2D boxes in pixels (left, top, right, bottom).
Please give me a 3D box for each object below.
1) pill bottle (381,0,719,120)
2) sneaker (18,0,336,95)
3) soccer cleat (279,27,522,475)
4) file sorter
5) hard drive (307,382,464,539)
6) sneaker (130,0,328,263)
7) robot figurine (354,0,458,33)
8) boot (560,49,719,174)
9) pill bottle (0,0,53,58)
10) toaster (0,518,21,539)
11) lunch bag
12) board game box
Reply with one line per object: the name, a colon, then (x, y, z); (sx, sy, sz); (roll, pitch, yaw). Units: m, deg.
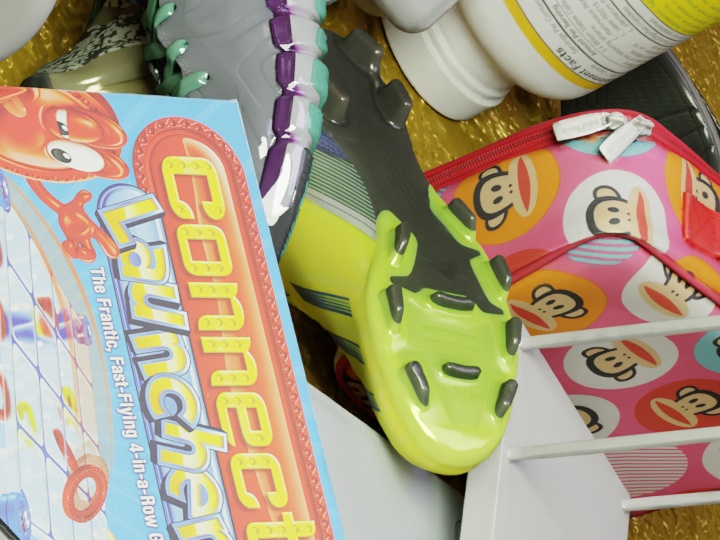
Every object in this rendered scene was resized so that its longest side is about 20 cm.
pill bottle: (0.107, -0.140, 1.288); (0.104, 0.199, 0.105); (40, 36, -36)
sneaker: (-0.065, -0.116, 1.076); (0.200, 0.077, 0.089); (-43, 115, -46)
soccer cleat: (0.001, 0.000, 1.096); (0.064, 0.084, 0.201); (5, 47, -35)
file sorter: (0.112, 0.133, 1.074); (0.139, 0.124, 0.201); (54, 37, -49)
hard drive: (-0.005, 0.112, 1.007); (0.200, 0.027, 0.133); (40, 41, -60)
sneaker: (-0.057, -0.083, 0.998); (0.087, 0.074, 0.201); (11, 60, -11)
robot figurine: (-0.022, -0.188, 1.205); (0.200, 0.113, 0.169); (49, -9, -23)
boot: (0.169, -0.031, 1.438); (0.204, 0.073, 0.154); (65, 25, -5)
pill bottle: (-0.141, -0.164, 0.982); (0.104, 0.104, 0.201); (40, 36, -35)
toaster: (-0.118, 0.151, 0.671); (0.181, 0.199, 0.119); (53, 25, -18)
lunch bag: (0.103, 0.020, 1.169); (0.200, 0.176, 0.082); (35, 42, -43)
board game box: (-0.109, 0.045, 0.852); (0.195, 0.056, 0.201); (1, 63, -34)
